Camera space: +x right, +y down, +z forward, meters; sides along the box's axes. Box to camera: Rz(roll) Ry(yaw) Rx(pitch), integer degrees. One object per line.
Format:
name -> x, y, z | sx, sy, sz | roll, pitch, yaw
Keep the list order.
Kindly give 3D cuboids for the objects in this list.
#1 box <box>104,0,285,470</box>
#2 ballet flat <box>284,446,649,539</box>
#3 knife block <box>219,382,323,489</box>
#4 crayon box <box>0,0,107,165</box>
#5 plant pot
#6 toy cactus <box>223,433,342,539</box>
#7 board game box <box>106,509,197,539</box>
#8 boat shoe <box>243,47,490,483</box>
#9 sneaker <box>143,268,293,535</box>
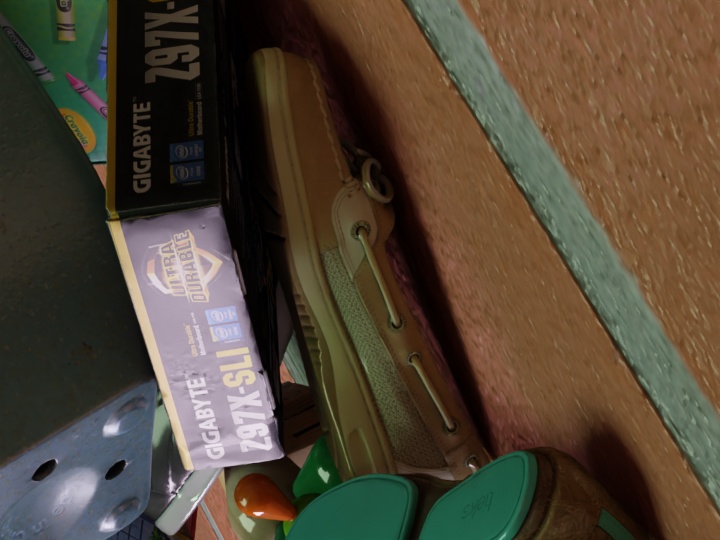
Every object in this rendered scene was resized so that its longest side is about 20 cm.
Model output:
box -> -0.069, -0.043, 0.898 | 0.160, 0.049, 0.200 | 82, -178, -48
ballet flat -> 0.041, 0.108, 0.791 | 0.072, 0.068, 0.200 | 29, 154, -19
knife block -> -0.021, 0.155, 1.185 | 0.176, 0.064, 0.200 | 65, 168, -4
crayon box -> -0.132, -0.157, 0.960 | 0.200, 0.058, 0.119 | 79, -170, -50
plant pot -> -0.190, 0.038, 0.915 | 0.200, 0.196, 0.197 | 46, 151, 23
toy cactus -> -0.040, 0.128, 0.990 | 0.200, 0.102, 0.165 | -68, 23, 14
board game box -> -0.181, 0.072, 1.116 | 0.062, 0.200, 0.200 | -37, 38, 41
boat shoe -> 0.001, 0.001, 0.863 | 0.073, 0.063, 0.201 | -132, 26, -74
sneaker -> -0.095, 0.046, 1.026 | 0.099, 0.071, 0.200 | 29, 132, -5
